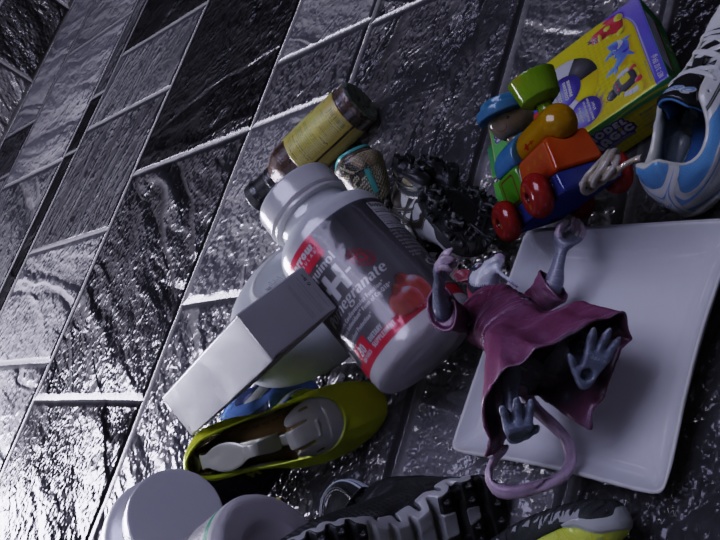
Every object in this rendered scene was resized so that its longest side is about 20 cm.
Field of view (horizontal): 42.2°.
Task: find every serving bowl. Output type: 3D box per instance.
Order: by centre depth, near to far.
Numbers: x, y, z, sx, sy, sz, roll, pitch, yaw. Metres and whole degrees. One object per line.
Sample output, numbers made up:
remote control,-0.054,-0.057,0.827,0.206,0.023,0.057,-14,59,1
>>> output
serving bowl,-0.057,0.022,0.946,0.199,0.066,0.201,-27,31,18

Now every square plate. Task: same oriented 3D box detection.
square plate,0.173,0.058,0.700,0.197,0.028,0.201,0,63,52

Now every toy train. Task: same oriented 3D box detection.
toy train,0.148,-0.104,0.699,0.200,0.084,0.117,127,124,-74

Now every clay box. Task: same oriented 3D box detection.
clay box,0.185,-0.137,0.828,0.199,0.047,0.116,-34,40,31

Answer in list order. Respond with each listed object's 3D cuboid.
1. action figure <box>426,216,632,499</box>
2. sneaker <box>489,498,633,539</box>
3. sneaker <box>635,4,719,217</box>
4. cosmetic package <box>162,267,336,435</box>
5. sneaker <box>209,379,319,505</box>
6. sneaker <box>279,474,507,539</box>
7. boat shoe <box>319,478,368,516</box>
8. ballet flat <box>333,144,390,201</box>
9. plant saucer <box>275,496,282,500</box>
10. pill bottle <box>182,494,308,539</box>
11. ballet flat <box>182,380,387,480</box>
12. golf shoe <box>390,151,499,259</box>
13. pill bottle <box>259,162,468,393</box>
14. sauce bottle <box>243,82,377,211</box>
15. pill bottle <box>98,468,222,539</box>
action figure,0.121,0.048,0.694,0.200,0.133,0.150,-125,28,-68
sneaker,0.107,0.221,0.629,0.200,0.075,0.077,-43,56,26
sneaker,0.265,-0.139,0.703,0.072,0.072,0.201,3,64,55
cosmetic package,-0.104,0.075,0.822,0.082,0.051,0.200,-41,-1,-39
sneaker,-0.113,0.174,0.943,0.200,0.074,0.082,-42,37,8
sneaker,0.007,0.198,0.691,0.090,0.199,0.067,-9,94,63
boat shoe,-0.002,0.236,0.742,0.072,0.071,0.200,-49,34,13
ballet flat,-0.002,-0.077,0.988,0.067,0.076,0.200,-25,-1,-7
plant saucer,-0.089,0.328,0.783,0.201,0.048,0.200,-54,25,9
pill bottle,-0.121,0.268,0.718,0.200,0.113,0.114,-44,35,30
ballet flat,-0.072,0.153,0.849,0.198,0.067,0.067,-17,86,11
golf shoe,0.076,-0.040,0.871,0.200,0.077,0.095,-112,27,-64
pill bottle,0.000,0.000,0.823,0.111,0.111,0.200,-48,67,14
sauce bottle,-0.068,-0.147,1.153,0.200,0.065,0.065,-38,38,25
pill bottle,-0.188,0.261,0.867,0.200,0.111,0.113,122,158,-51
